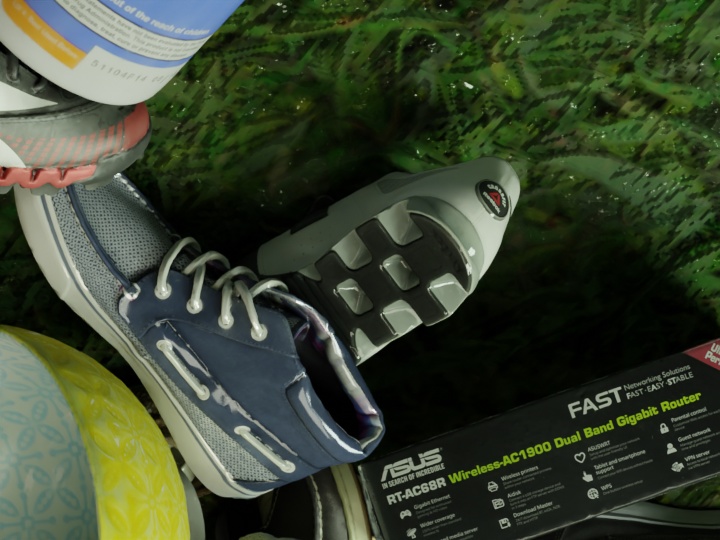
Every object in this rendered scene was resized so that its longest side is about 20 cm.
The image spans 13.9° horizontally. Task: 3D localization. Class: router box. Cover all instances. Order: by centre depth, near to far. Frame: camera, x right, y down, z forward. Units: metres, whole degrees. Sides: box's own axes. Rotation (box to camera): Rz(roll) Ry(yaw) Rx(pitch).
[{"bbox_3d":[0.104,0.089,1.427,0.200,0.062,0.150,-19,175,3],"label":"router box"}]

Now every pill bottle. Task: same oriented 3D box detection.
[{"bbox_3d":[-0.066,-0.170,1.204,0.112,0.112,0.200,30,122,-29],"label":"pill bottle"}]

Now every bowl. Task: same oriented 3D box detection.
[{"bbox_3d":[-0.138,0.125,1.376,0.108,0.200,0.200,2,136,-42],"label":"bowl"}]

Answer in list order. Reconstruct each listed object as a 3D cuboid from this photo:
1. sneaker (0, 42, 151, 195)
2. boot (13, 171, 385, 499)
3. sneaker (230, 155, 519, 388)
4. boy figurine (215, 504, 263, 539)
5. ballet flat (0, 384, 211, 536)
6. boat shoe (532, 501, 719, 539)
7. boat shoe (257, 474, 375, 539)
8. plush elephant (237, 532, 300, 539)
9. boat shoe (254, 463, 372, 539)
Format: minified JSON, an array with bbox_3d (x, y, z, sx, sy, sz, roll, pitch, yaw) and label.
[{"bbox_3d":[-0.179,-0.094,1.284,0.200,0.071,0.098,15,131,-18],"label":"sneaker"},{"bbox_3d":[-0.070,0.012,1.356,0.090,0.073,0.200,-20,114,38],"label":"boot"},{"bbox_3d":[0.000,0.000,1.396,0.200,0.089,0.074,-20,109,42],"label":"sneaker"},{"bbox_3d":[-0.121,0.201,1.564,0.200,0.064,0.124,-31,146,23],"label":"boy figurine"},{"bbox_3d":[-0.158,0.101,1.468,0.200,0.065,0.071,-15,134,7],"label":"ballet flat"},{"bbox_3d":[0.183,0.163,1.566,0.200,0.066,0.070,12,129,-17],"label":"boat shoe"},{"bbox_3d":[0.029,0.172,1.552,0.200,0.069,0.074,28,124,-28],"label":"boat shoe"},{"bbox_3d":[-0.040,0.219,1.360,0.155,0.165,0.200,41,155,-3],"label":"plush elephant"},{"bbox_3d":[-0.038,0.170,1.453,0.065,0.073,0.200,-8,125,-21],"label":"boat shoe"}]
